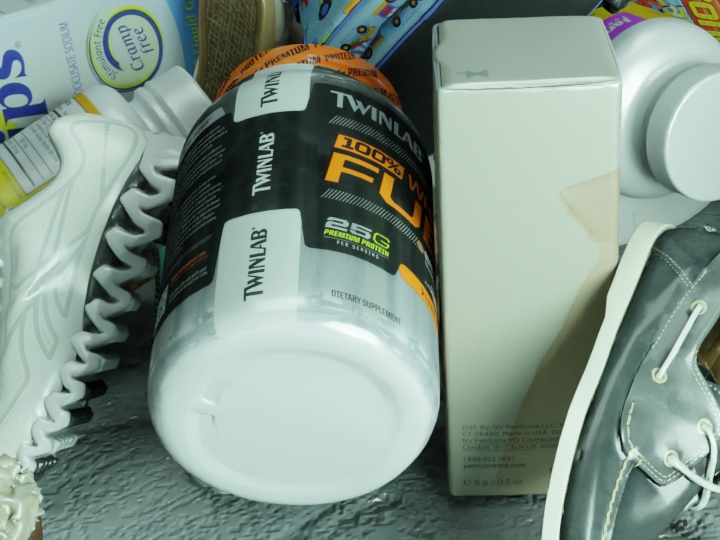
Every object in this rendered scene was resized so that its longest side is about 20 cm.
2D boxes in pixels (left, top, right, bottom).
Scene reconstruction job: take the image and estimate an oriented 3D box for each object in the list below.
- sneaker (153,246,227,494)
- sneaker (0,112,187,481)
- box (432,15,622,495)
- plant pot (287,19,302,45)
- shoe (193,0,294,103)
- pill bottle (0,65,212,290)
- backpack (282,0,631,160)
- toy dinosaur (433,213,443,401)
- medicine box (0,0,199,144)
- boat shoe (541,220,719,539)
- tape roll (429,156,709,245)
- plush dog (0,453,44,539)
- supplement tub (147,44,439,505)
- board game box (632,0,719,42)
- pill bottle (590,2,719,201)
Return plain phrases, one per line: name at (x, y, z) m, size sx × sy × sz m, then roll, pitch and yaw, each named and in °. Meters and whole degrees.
sneaker at (-0.069, 0.039, 0.797) m, size 0.078 × 0.091 × 0.200 m, roll -18°, pitch 27°, yaw -16°
sneaker at (-0.151, 0.016, 0.786) m, size 0.081 × 0.200 × 0.075 m, roll 23°, pitch -8°, yaw -2°
box at (0.074, -0.006, 0.717) m, size 0.078 × 0.200 × 0.095 m, roll -2°, pitch 28°, yaw 3°
plant pot at (0.014, -0.203, 1.173) m, size 0.200 × 0.200 × 0.198 m, roll -13°, pitch 35°, yaw -9°
shoe at (-0.076, -0.092, 0.960) m, size 0.070 × 0.200 × 0.053 m, roll 24°, pitch 26°, yaw 19°
pill bottle at (-0.164, -0.029, 0.885) m, size 0.200 × 0.109 × 0.109 m, roll -34°, pitch 31°, yaw -9°
backpack at (0.044, -0.194, 0.911) m, size 0.134 × 0.183 × 0.200 m, roll 23°, pitch 42°, yaw -32°
toy dinosaur at (0.000, 0.000, 0.874) m, size 0.135 × 0.086 × 0.200 m, roll -27°, pitch 25°, yaw -20°
medicine box at (-0.192, -0.089, 0.992) m, size 0.200 × 0.182 × 0.103 m, roll -24°, pitch 30°, yaw -30°
boat shoe at (0.121, 0.067, 0.643) m, size 0.068 × 0.072 × 0.200 m, roll 11°, pitch 60°, yaw 25°
tape roll at (0.130, -0.070, 1.022) m, size 0.203 × 0.037 × 0.203 m, roll -7°, pitch 25°, yaw 3°
plush dog at (-0.236, 0.104, 0.622) m, size 0.160 × 0.172 × 0.200 m, roll 0°, pitch 28°, yaw 17°
supplement tub at (-0.027, -0.006, 0.714) m, size 0.122 × 0.123 × 0.200 m, roll -6°, pitch 44°, yaw 6°
board game box at (0.187, -0.173, 1.038) m, size 0.196 × 0.200 × 0.056 m, roll 16°, pitch 71°, yaw 40°
pill bottle at (0.148, -0.105, 0.927) m, size 0.104 × 0.104 × 0.200 m, roll -19°, pitch 28°, yaw -21°
